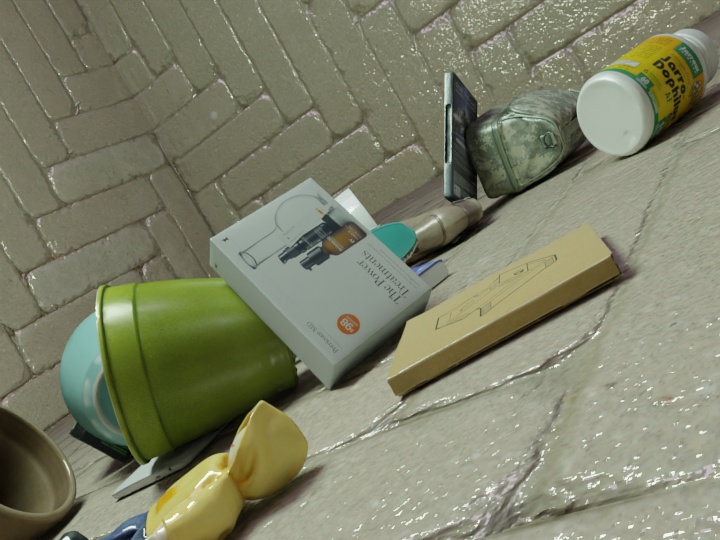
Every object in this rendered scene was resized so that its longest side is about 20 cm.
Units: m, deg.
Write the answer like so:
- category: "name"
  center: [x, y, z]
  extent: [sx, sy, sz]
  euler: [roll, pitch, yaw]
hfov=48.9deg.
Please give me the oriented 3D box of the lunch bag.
- category: "lunch bag"
  center: [0.293, -0.225, 1.325]
  extent: [0.165, 0.142, 0.199]
  euler: [-12, 16, 37]

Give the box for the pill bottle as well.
- category: "pill bottle"
  center: [0.389, -0.245, 1.058]
  extent: [0.199, 0.114, 0.112]
  euler: [-34, 7, -28]

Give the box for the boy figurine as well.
- category: "boy figurine"
  center: [-0.128, 0.172, 0.576]
  extent: [0.198, 0.065, 0.124]
  euler: [-35, 3, 1]

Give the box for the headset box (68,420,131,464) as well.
- category: "headset box"
  center: [-0.335, 0.171, 1.183]
  extent: [0.203, 0.092, 0.174]
  euler: [-61, 8, -1]

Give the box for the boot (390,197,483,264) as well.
- category: "boot"
  center: [0.124, -0.068, 1.266]
  extent: [0.144, 0.071, 0.200]
  euler: [-25, 7, 2]

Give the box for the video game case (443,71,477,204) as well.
- category: "video game case"
  center: [0.167, -0.204, 1.306]
  extent: [0.019, 0.205, 0.142]
  euler: [-3, -10, 24]

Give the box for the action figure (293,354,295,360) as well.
- category: "action figure"
  center: [-0.123, 0.089, 1.113]
  extent: [0.199, 0.069, 0.131]
  euler: [-40, 18, 23]

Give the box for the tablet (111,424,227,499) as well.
- category: "tablet"
  center: [-0.204, 0.201, 0.966]
  extent: [0.129, 0.014, 0.200]
  euler: [-29, 7, 27]

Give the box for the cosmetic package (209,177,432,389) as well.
- category: "cosmetic package"
  center: [-0.044, 0.007, 0.852]
  extent: [0.150, 0.200, 0.052]
  euler: [-36, -24, -29]

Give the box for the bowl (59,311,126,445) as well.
- category: "bowl"
  center: [-0.291, 0.148, 1.040]
  extent: [0.199, 0.203, 0.105]
  euler: [-33, 18, -14]

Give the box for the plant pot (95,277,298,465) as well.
- category: "plant pot"
  center: [-0.174, 0.092, 0.895]
  extent: [0.189, 0.205, 0.200]
  euler: [-14, 4, -7]

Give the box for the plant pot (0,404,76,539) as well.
- category: "plant pot"
  center: [-0.482, 0.288, 0.967]
  extent: [0.175, 0.200, 0.200]
  euler: [-48, 4, 6]

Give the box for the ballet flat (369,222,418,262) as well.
- category: "ballet flat"
  center: [0.000, 0.000, 1.067]
  extent: [0.199, 0.073, 0.071]
  euler: [-36, 8, -41]

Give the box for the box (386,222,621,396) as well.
- category: "box"
  center: [0.118, 0.027, 0.677]
  extent: [0.198, 0.021, 0.164]
  euler: [-31, 6, 15]

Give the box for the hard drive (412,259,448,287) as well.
- category: "hard drive"
  center: [0.015, 0.045, 1.047]
  extent: [0.131, 0.026, 0.199]
  euler: [-35, 6, -30]

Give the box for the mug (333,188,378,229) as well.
- category: "mug"
  center: [-0.058, -0.039, 1.283]
  extent: [0.174, 0.201, 0.148]
  euler: [-38, -10, 1]
